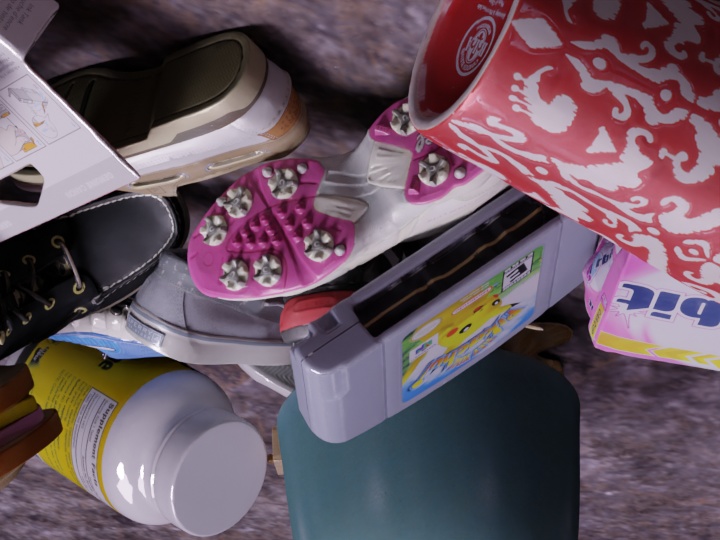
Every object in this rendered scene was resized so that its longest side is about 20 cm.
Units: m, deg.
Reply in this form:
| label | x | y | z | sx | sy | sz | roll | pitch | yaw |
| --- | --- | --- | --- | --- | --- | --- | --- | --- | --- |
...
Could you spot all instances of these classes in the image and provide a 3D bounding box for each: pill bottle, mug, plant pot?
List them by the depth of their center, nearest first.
| label | x | y | z | sx | sy | sz | roll | pitch | yaw |
| --- | --- | --- | --- | --- | --- | --- | --- | --- | --- |
| mug | 0.122 | -0.063 | 0.902 | 0.198 | 0.135 | 0.177 | 24 | 153 | -19 |
| plant pot | 0.048 | 0.165 | 1.232 | 0.198 | 0.162 | 0.201 | -3 | 149 | -2 |
| pill bottle | -0.160 | 0.110 | 1.383 | 0.199 | 0.113 | 0.112 | 24 | 171 | 42 |

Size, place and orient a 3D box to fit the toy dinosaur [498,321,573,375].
| label | x | y | z | sx | sy | sz | roll | pitch | yaw |
| --- | --- | --- | --- | --- | --- | --- | --- | --- | --- |
| toy dinosaur | 0.090 | 0.045 | 1.288 | 0.100 | 0.059 | 0.200 | -9 | 161 | 10 |

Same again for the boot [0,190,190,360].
| label | x | y | z | sx | sy | sz | roll | pitch | yaw |
| --- | --- | --- | --- | --- | --- | --- | --- | --- | --- |
| boot | -0.200 | 0.015 | 1.154 | 0.202 | 0.074 | 0.154 | -24 | -170 | 7 |

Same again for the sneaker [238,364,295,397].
| label | x | y | z | sx | sy | sz | roll | pitch | yaw |
| --- | --- | --- | --- | --- | --- | --- | --- | --- | --- |
| sneaker | -0.013 | 0.085 | 1.384 | 0.198 | 0.074 | 0.116 | 17 | 154 | -15 |

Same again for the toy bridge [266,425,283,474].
| label | x | y | z | sx | sy | sz | roll | pitch | yaw |
| --- | --- | --- | --- | --- | --- | --- | --- | --- | --- |
| toy bridge | 0.033 | 0.123 | 1.351 | 0.198 | 0.028 | 0.067 | -5 | 155 | 3 |

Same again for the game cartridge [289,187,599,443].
| label | x | y | z | sx | sy | sz | roll | pitch | yaw |
| --- | --- | --- | --- | --- | --- | --- | --- | --- | --- |
| game cartridge | 0.052 | 0.019 | 1.081 | 0.041 | 0.199 | 0.134 | 53 | 168 | 16 |

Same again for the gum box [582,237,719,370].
| label | x | y | z | sx | sy | sz | roll | pitch | yaw |
| --- | --- | --- | --- | --- | --- | --- | --- | --- | --- |
| gum box | 0.223 | 0.004 | 1.054 | 0.198 | 0.067 | 0.114 | 10 | 149 | 0 |

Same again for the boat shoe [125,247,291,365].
| label | x | y | z | sx | sy | sz | roll | pitch | yaw |
| --- | --- | --- | --- | --- | --- | --- | --- | --- | --- |
| boat shoe | -0.071 | 0.015 | 1.233 | 0.070 | 0.072 | 0.200 | 31 | -166 | 24 |

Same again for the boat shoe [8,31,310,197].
| label | x | y | z | sx | sy | sz | roll | pitch | yaw |
| --- | --- | --- | --- | --- | --- | --- | --- | --- | --- |
| boat shoe | -0.117 | -0.071 | 1.070 | 0.198 | 0.075 | 0.068 | -8 | 145 | 38 |

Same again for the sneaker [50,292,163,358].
| label | x | y | z | sx | sy | sz | roll | pitch | yaw |
| --- | --- | --- | --- | --- | --- | --- | --- | --- | --- |
| sneaker | -0.188 | 0.028 | 1.333 | 0.198 | 0.079 | 0.089 | 11 | 155 | 3 |

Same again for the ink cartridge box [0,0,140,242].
| label | x | y | z | sx | sy | sz | roll | pitch | yaw |
| --- | --- | --- | --- | --- | --- | --- | --- | --- | --- |
| ink cartridge box | -0.219 | -0.099 | 1.039 | 0.176 | 0.045 | 0.199 | 43 | 147 | -22 |

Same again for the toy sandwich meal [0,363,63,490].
| label | x | y | z | sx | sy | sz | roll | pitch | yaw |
| --- | --- | --- | --- | --- | --- | --- | --- | --- | --- |
| toy sandwich meal | -0.285 | 0.098 | 1.192 | 0.203 | 0.205 | 0.071 | 1 | 113 | 25 |

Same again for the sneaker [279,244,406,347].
| label | x | y | z | sx | sy | sz | roll | pitch | yaw |
| --- | --- | --- | --- | --- | --- | --- | --- | --- | --- |
| sneaker | 0.000 | 0.000 | 1.187 | 0.070 | 0.099 | 0.200 | -9 | 175 | 16 |

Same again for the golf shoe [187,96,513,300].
| label | x | y | z | sx | sy | sz | roll | pitch | yaw |
| --- | --- | --- | --- | --- | --- | --- | --- | --- | --- |
| golf shoe | 0.003 | -0.031 | 1.046 | 0.198 | 0.076 | 0.091 | -24 | 159 | 17 |
